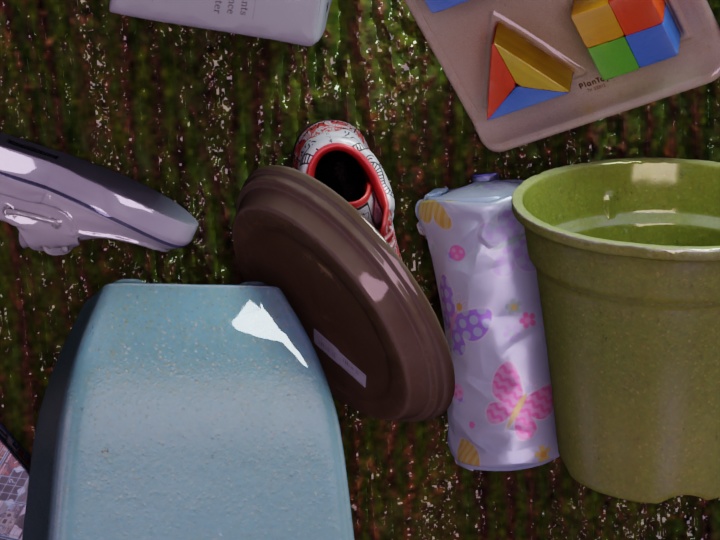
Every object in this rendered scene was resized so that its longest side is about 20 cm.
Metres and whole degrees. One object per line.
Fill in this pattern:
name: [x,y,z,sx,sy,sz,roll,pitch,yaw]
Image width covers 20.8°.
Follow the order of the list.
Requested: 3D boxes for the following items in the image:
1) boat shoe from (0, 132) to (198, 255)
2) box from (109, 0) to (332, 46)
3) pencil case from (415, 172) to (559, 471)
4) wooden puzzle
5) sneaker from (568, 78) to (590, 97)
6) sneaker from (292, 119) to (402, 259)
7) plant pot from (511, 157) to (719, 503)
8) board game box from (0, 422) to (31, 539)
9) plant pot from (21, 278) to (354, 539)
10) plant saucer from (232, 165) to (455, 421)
boat shoe: [-0.209,-0.044,1.317,0.199,0.074,0.066,21,101,4]
box: [-0.068,-0.261,1.210,0.130,0.200,0.200,9,107,0]
pencil case: [0.093,0.037,1.337,0.090,0.083,0.201,-8,98,4]
wooden puzzle: [0.118,-0.179,1.268,0.184,0.046,0.201,-17,118,26]
sneaker: [0.140,-0.208,1.306,0.074,0.089,0.201,-10,100,-4]
sneaker: [-0.001,0.000,1.312,0.067,0.108,0.202,-15,99,-2]
plant pot: [0.195,0.042,1.264,0.199,0.200,0.185,-1,108,-4]
board game box: [-0.292,0.212,1.359,0.200,0.035,0.136,-38,99,2]
plant pot: [-0.115,0.110,1.273,0.195,0.196,0.201,2,83,-15]
plant saucer: [-0.018,0.022,1.272,0.029,0.200,0.200,-39,99,-24]
